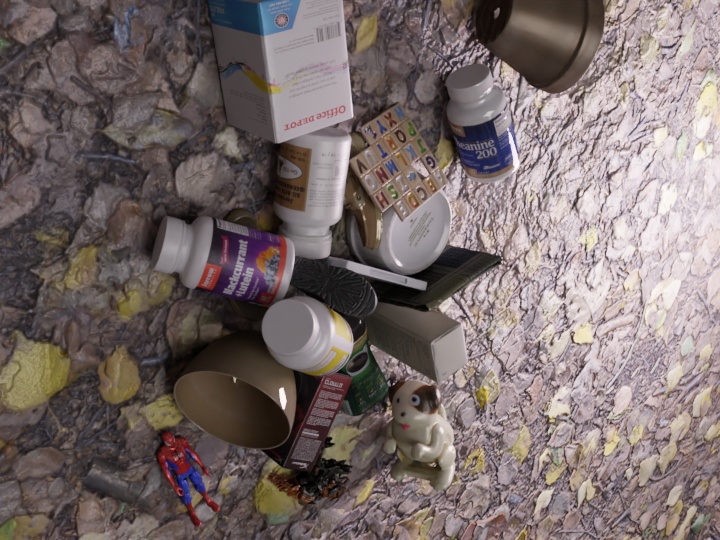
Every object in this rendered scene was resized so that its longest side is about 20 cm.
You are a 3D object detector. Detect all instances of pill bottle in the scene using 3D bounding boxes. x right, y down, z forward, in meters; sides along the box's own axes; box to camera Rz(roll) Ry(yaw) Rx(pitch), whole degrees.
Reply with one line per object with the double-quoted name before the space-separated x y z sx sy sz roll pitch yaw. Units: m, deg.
"pill bottle" -0.209 -0.018 1.392 0.198 0.111 0.113 14 100 -21
"pill bottle" -0.084 0.100 1.418 0.112 0.111 0.200 -59 164 -4
"pill bottle" -0.082 -0.127 1.481 0.114 0.114 0.202 -7 113 -39
"pill bottle" 0.221 -0.270 1.685 0.111 0.111 0.201 -40 130 -21

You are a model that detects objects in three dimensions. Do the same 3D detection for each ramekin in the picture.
"ramekin" 0.077 -0.085 1.652 0.201 0.094 0.205 -17 119 -35

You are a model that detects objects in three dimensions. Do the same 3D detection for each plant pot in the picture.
"plant pot" -0.186 0.176 1.493 0.201 0.198 0.135 63 35 -38
"plant pot" 0.310 -0.440 1.653 0.172 0.200 0.202 12 101 -27

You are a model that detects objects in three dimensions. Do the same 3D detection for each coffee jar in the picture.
"coffee jar" -0.023 0.163 1.679 0.104 0.085 0.201 -36 129 -21

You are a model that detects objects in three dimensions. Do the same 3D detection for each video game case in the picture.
"video game case" 0.000 0.000 1.588 0.199 0.142 0.018 15 87 -44

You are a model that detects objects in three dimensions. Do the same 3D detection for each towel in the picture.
"towel" 0.134 0.015 1.681 0.199 0.192 0.035 -31 115 -27

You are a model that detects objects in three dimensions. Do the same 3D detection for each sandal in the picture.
"sandal" -0.179 -0.001 1.492 0.080 0.054 0.202 -23 122 -32

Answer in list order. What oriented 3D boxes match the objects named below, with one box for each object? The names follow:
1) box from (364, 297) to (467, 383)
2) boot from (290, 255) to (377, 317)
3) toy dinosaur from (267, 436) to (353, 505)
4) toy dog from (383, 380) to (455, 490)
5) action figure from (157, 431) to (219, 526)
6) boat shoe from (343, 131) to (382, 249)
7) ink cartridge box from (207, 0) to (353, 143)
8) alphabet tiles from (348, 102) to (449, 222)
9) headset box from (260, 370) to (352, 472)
"box" 0.098 0.117 1.684 0.077 0.199 0.096 -29 126 -28
"boot" -0.030 0.041 1.515 0.066 0.164 0.200 -60 164 -7
"toy dinosaur" -0.088 0.395 1.726 0.136 0.102 0.199 -57 158 17
"toy dog" 0.126 0.311 1.842 0.194 0.139 0.201 -47 133 -33
"action figure" -0.293 0.347 1.552 0.065 0.052 0.201 -32 125 -22
"boat shoe" -0.012 -0.130 1.544 0.064 0.071 0.202 -12 87 -17
"ink cartridge box" -0.116 -0.313 1.347 0.146 0.146 0.202 -24 123 -32
"alphabet tiles" 0.060 -0.181 1.554 0.168 0.008 0.200 57 44 -8
"headset box" -0.112 0.220 1.581 0.075 0.148 0.202 21 95 -47
